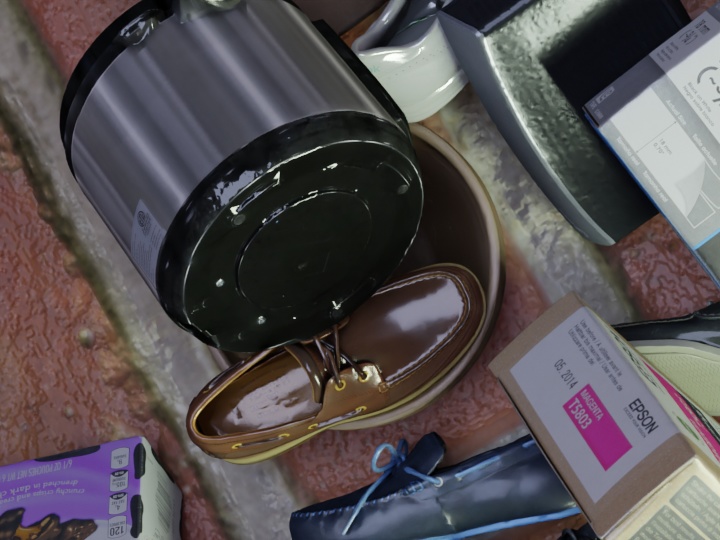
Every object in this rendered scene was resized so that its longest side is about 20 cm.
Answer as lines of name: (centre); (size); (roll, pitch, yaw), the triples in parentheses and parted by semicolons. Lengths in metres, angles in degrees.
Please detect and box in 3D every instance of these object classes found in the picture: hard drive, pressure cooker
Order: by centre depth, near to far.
pressure cooker: (-0.078, -0.075, 1.515); (0.176, 0.179, 0.200); (-48, 53, 12)
hard drive: (0.146, -0.111, 1.563); (0.135, 0.200, 0.042); (-34, 34, 3)

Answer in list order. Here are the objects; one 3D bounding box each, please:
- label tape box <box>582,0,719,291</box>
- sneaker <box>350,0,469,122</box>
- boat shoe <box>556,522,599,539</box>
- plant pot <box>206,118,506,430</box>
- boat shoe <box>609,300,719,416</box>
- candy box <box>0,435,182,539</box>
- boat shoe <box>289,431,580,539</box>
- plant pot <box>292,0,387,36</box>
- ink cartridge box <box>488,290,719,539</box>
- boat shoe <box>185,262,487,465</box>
label tape box: (0.253, -0.096, 1.517); (0.200, 0.063, 0.144); (-38, 103, 6)
sneaker: (0.072, -0.180, 1.560); (0.075, 0.088, 0.200); (39, 85, 30)
boat shoe: (0.147, 0.187, 1.600); (0.199, 0.075, 0.066); (15, 88, 14)
plant pot: (0.000, 0.000, 1.639); (0.201, 0.093, 0.201); (-1, 87, 15)
boat shoe: (0.236, 0.046, 1.599); (0.200, 0.072, 0.068); (-4, 49, 21)
candy box: (-0.204, 0.219, 1.640); (0.168, 0.072, 0.200); (-13, 49, 13)
boat shoe: (0.051, 0.132, 1.631); (0.200, 0.084, 0.069); (-12, 95, -2)
plant pot: (-0.075, -0.214, 1.637); (0.200, 0.200, 0.175); (-32, 98, 11)
ink cartridge box: (0.179, 0.123, 1.503); (0.075, 0.200, 0.165); (-43, 122, 8)
boat shoe: (-0.016, 0.059, 1.557); (0.200, 0.068, 0.072); (-29, 80, 12)
